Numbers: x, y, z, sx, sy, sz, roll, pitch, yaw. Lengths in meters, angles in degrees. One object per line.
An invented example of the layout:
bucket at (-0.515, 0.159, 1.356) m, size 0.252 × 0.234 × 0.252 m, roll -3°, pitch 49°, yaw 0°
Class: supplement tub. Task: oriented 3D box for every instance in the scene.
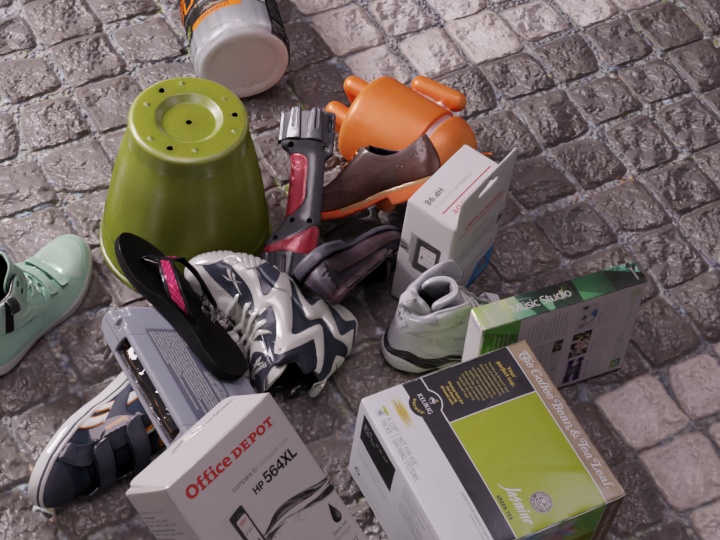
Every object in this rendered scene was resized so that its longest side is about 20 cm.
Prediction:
supplement tub at (-0.164, -0.325, 1.898) m, size 0.122 × 0.123 × 0.201 m, roll -7°, pitch 51°, yaw -13°

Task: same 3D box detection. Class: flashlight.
flashlight at (-0.074, -0.082, 1.695) m, size 0.067 × 0.068 × 0.202 m, roll 16°, pitch 72°, yaw -47°

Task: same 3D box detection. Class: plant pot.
plant pot at (-0.190, -0.102, 1.666) m, size 0.199 × 0.194 × 0.201 m, roll 4°, pitch 50°, yaw -5°

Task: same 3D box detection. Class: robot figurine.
robot figurine at (0.053, -0.152, 1.792) m, size 0.199 × 0.117 × 0.144 m, roll 32°, pitch 42°, yaw 19°

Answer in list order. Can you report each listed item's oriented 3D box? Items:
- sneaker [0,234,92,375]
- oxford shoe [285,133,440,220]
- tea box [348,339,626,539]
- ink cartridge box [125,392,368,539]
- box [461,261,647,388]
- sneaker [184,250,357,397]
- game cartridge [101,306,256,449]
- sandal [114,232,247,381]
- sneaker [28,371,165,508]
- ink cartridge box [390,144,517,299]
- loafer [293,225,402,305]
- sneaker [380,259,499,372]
sneaker at (-0.348, 0.008, 1.602) m, size 0.073 × 0.119 × 0.201 m, roll 22°, pitch 50°, yaw 12°
oxford shoe at (0.001, -0.105, 1.729) m, size 0.199 × 0.073 × 0.071 m, roll -14°, pitch 8°, yaw 19°
tea box at (0.120, 0.207, 1.493) m, size 0.196 × 0.134 × 0.201 m, roll -17°, pitch 55°, yaw -20°
ink cartridge box at (-0.099, 0.236, 1.406) m, size 0.146 × 0.084 × 0.201 m, roll -42°, pitch 106°, yaw -32°
box at (0.201, 0.073, 1.607) m, size 0.199 × 0.145 × 0.036 m, roll -16°, pitch 50°, yaw -21°
sneaker at (-0.110, 0.068, 1.600) m, size 0.198 × 0.080 × 0.130 m, roll 30°, pitch 47°, yaw -9°
game cartridge at (-0.168, 0.121, 1.527) m, size 0.133 × 0.042 × 0.200 m, roll 11°, pitch 38°, yaw -52°
sandal at (-0.179, 0.028, 1.568) m, size 0.200 × 0.045 × 0.075 m, roll 48°, pitch 28°, yaw 16°
sneaker at (-0.244, 0.170, 1.510) m, size 0.079 × 0.079 × 0.200 m, roll 25°, pitch 50°, yaw 20°
ink cartridge box at (0.102, -0.054, 1.661) m, size 0.066 × 0.201 × 0.116 m, roll 32°, pitch 53°, yaw 18°
loafer at (0.000, 0.000, 1.662) m, size 0.063 × 0.072 × 0.200 m, roll 50°, pitch 29°, yaw 14°
sneaker at (0.124, 0.049, 1.635) m, size 0.198 × 0.115 × 0.075 m, roll -7°, pitch 52°, yaw -13°
